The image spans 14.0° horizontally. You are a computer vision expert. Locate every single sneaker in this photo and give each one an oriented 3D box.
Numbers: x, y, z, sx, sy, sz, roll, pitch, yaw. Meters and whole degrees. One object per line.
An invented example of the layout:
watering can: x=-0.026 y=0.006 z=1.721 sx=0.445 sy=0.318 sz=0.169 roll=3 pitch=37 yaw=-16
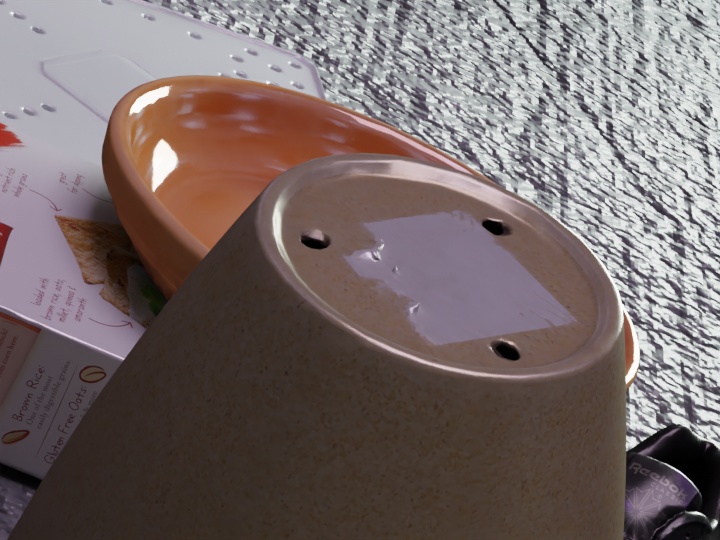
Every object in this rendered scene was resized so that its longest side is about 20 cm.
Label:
sneaker: x=0.066 y=0.100 z=0.949 sx=0.076 sy=0.088 sz=0.200 roll=33 pitch=25 yaw=13

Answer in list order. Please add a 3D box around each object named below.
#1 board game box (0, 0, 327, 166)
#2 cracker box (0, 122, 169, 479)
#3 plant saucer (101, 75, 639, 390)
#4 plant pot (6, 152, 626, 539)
board game box: x=-0.099 y=-0.061 z=1.181 sx=0.199 sy=0.026 sz=0.200 roll=17 pitch=26 yaw=-19
cracker box: x=-0.067 y=0.028 z=0.997 sx=0.199 sy=0.058 sz=0.134 roll=23 pitch=24 yaw=-8
plant saucer: x=0.000 y=0.000 z=1.007 sx=0.199 sy=0.038 sz=0.200 roll=23 pitch=22 yaw=-10
plant pot: x=-0.007 y=0.078 z=0.749 sx=0.186 sy=0.201 sz=0.188 roll=14 pitch=31 yaw=-9
